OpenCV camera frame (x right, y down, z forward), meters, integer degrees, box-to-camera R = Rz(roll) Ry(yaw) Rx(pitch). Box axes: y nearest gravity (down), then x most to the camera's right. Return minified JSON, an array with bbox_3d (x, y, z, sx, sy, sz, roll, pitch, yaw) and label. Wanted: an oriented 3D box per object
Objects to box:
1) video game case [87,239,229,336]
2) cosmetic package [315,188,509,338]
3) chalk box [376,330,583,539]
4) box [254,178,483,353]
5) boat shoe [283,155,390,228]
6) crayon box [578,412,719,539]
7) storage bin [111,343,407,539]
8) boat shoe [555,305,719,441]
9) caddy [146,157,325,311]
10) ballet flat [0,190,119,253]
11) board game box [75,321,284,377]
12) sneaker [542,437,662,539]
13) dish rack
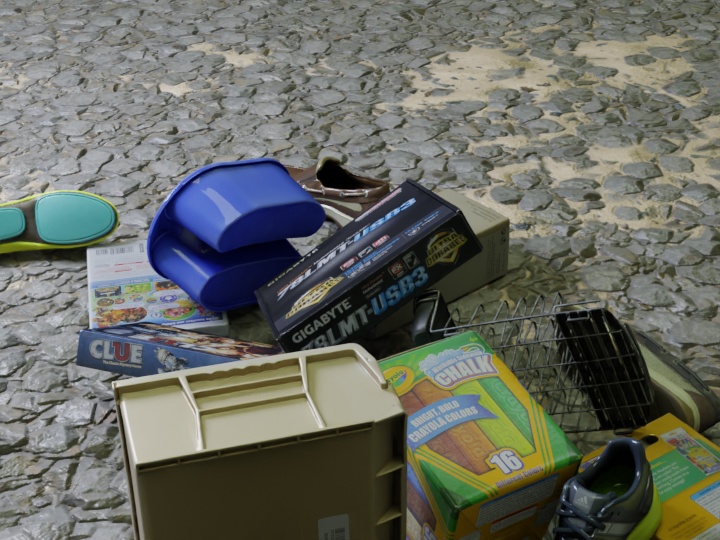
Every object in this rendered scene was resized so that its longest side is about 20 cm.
[{"bbox_3d":[-0.224,0.020,1.388,0.141,0.018,0.201,-6,31,-10],"label":"video game case"},{"bbox_3d":[0.058,-0.012,1.380,0.199,0.074,0.103,-24,38,-35],"label":"cosmetic package"},{"bbox_3d":[0.064,0.140,1.034,0.123,0.125,0.200,-18,47,-26],"label":"chalk box"},{"bbox_3d":[0.000,0.000,1.197,0.199,0.050,0.199,-35,17,-2],"label":"box"},{"bbox_3d":[-0.039,-0.105,1.537,0.201,0.076,0.075,20,36,31],"label":"boat shoe"},{"bbox_3d":[0.277,0.204,1.027,0.125,0.052,0.200,-20,36,-28],"label":"crayon box"},{"bbox_3d":[-0.070,0.173,0.944,0.196,0.202,0.094,-9,32,-13],"label":"storage bin"},{"bbox_3d":[0.260,0.095,1.203,0.065,0.073,0.201,-6,29,-28],"label":"boat shoe"},{"bbox_3d":[-0.133,-0.044,1.344,0.105,0.142,0.199,38,30,29],"label":"caddy"},{"bbox_3d":[-0.375,-0.052,1.475,0.197,0.068,0.067,-6,-9,-3],"label":"ballet flat"},{"bbox_3d":[-0.147,0.084,1.203,0.198,0.035,0.135,9,4,17],"label":"board game box"},{"bbox_3d":[0.158,0.201,0.941,0.073,0.082,0.200,14,46,32],"label":"sneaker"},{"bbox_3d":[0.150,0.081,1.101,0.198,0.154,0.055,-9,36,29],"label":"dish rack"}]
